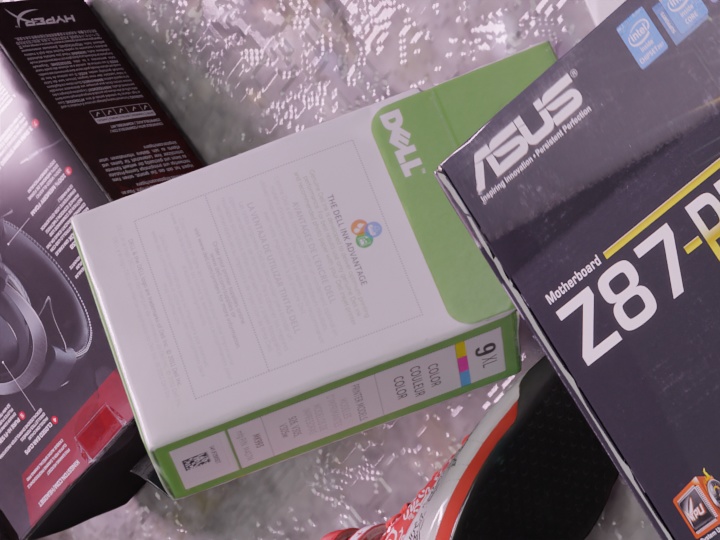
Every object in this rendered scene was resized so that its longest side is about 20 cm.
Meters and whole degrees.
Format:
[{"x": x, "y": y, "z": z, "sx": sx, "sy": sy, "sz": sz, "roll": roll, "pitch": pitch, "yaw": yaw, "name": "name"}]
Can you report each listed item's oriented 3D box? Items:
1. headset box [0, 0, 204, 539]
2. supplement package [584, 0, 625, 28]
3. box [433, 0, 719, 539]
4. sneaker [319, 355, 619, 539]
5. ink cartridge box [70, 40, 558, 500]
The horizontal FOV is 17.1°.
[{"x": -0.128, "y": 0.005, "z": 1.041, "sx": 0.200, "sy": 0.077, "sz": 0.149, "roll": 52, "pitch": 123, "yaw": 15, "name": "headset box"}, {"x": 0.174, "y": -0.048, "z": 0.795, "sx": 0.117, "sy": 0.117, "sz": 0.201, "roll": -26, "pitch": 84, "yaw": 36, "name": "supplement package"}, {"x": 0.138, "y": -0.023, "z": 0.723, "sx": 0.200, "sy": 0.049, "sz": 0.162, "roll": -39, "pitch": 74, "yaw": 32, "name": "box"}, {"x": 0.027, "y": 0.107, "z": 0.955, "sx": 0.108, "sy": 0.067, "sz": 0.203, "roll": 30, "pitch": 96, "yaw": 56, "name": "sneaker"}, {"x": 0.000, "y": 0.000, "z": 0.919, "sx": 0.199, "sy": 0.059, "sz": 0.104, "roll": -21, "pitch": 64, "yaw": -3, "name": "ink cartridge box"}]
